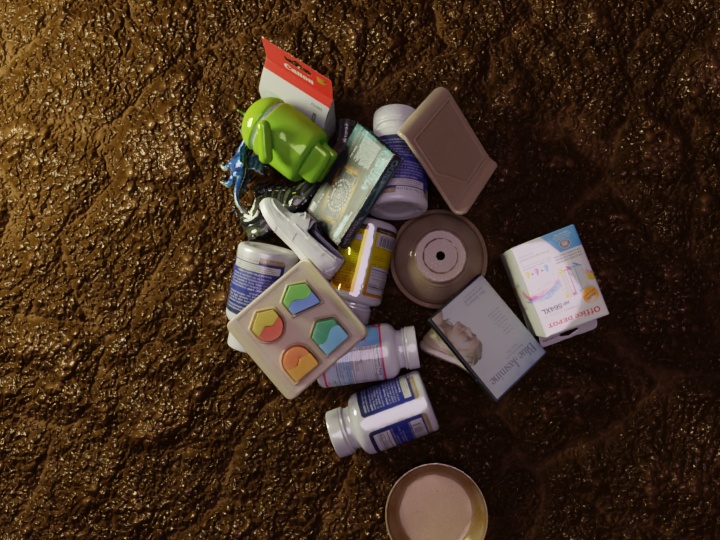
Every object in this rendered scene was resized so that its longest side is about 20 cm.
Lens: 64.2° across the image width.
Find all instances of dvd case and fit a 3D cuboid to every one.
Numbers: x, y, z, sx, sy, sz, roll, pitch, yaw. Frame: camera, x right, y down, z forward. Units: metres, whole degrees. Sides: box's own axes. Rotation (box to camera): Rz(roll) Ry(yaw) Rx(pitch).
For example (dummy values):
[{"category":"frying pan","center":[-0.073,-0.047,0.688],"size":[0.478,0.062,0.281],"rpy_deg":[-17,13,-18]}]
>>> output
[{"category":"dvd case","center":[0.240,0.126,1.085],"size":[0.142,0.018,0.200],"rpy_deg":[-39,87,-15]}]

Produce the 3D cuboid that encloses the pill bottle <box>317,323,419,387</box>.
[{"category":"pill bottle","center":[0.012,0.162,1.121],"size":[0.198,0.109,0.110],"rpy_deg":[-8,86,3]}]

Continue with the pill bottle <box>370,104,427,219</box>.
[{"category":"pill bottle","center":[0.070,-0.212,1.121],"size":[0.119,0.120,0.202],"rpy_deg":[-1,77,4]}]

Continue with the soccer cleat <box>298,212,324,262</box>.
[{"category":"soccer cleat","center":[-0.091,-0.019,1.171],"size":[0.076,0.067,0.202],"rpy_deg":[6,80,-26]}]

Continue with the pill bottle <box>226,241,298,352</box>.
[{"category":"pill bottle","center":[-0.198,0.054,1.126],"size":[0.119,0.120,0.202],"rpy_deg":[13,97,5]}]

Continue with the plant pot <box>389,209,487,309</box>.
[{"category":"plant pot","center":[0.154,-0.026,1.131],"size":[0.199,0.093,0.203],"rpy_deg":[0,85,5]}]

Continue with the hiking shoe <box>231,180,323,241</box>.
[{"category":"hiking shoe","center":[-0.168,-0.149,1.171],"size":[0.199,0.076,0.101],"rpy_deg":[-36,88,2]}]

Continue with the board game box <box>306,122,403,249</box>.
[{"category":"board game box","center":[-0.015,-0.159,1.077],"size":[0.201,0.028,0.135],"rpy_deg":[-57,47,19]}]

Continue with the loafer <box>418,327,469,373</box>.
[{"category":"loafer","center":[0.215,0.162,1.122],"size":[0.199,0.076,0.069],"rpy_deg":[22,94,6]}]

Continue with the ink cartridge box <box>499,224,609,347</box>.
[{"category":"ink cartridge box","center":[0.369,0.035,1.094],"size":[0.128,0.125,0.201],"rpy_deg":[-21,85,3]}]

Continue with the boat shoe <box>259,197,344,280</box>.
[{"category":"boat shoe","center":[-0.109,-0.072,1.090],"size":[0.068,0.072,0.200],"rpy_deg":[-43,79,18]}]

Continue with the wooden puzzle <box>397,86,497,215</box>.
[{"category":"wooden puzzle","center":[0.168,-0.229,1.103],"size":[0.200,0.037,0.185],"rpy_deg":[49,52,-16]}]

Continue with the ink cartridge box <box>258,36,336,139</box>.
[{"category":"ink cartridge box","center":[-0.126,-0.340,1.117],"size":[0.160,0.200,0.050],"rpy_deg":[33,81,6]}]

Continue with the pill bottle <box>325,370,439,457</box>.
[{"category":"pill bottle","center":[0.040,0.282,1.106],"size":[0.199,0.120,0.121],"rpy_deg":[-20,85,3]}]

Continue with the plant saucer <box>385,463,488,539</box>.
[{"category":"plant saucer","center":[0.148,0.477,1.127],"size":[0.198,0.035,0.202],"rpy_deg":[0,86,4]}]

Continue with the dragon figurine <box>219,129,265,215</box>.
[{"category":"dragon figurine","center":[-0.232,-0.210,1.154],"size":[0.099,0.059,0.201],"rpy_deg":[-42,42,28]}]

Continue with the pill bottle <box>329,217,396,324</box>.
[{"category":"pill bottle","center":[0.000,0.000,1.132],"size":[0.108,0.109,0.202],"rpy_deg":[13,87,5]}]

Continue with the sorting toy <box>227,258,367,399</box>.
[{"category":"sorting toy","center":[-0.114,0.108,1.048],"size":[0.200,0.036,0.185],"rpy_deg":[-40,94,-1]}]

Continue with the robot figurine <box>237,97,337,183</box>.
[{"category":"robot figurine","center":[-0.143,-0.253,1.109],"size":[0.199,0.175,0.116],"rpy_deg":[37,110,5]}]

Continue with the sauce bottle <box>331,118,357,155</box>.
[{"category":"sauce bottle","center":[-0.037,-0.205,1.170],"size":[0.064,0.065,0.202],"rpy_deg":[8,88,5]}]
